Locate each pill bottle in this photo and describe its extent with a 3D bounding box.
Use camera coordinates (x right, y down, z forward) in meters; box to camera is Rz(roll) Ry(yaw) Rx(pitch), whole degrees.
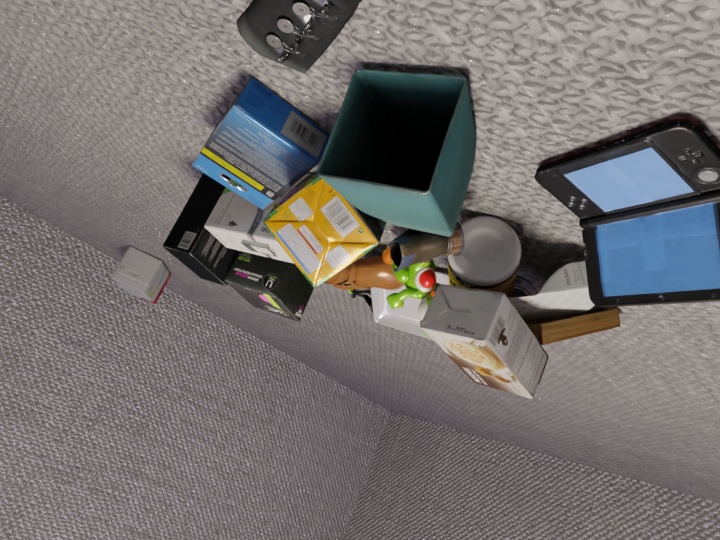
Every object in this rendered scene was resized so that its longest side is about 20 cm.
[{"bbox_3d":[0.203,0.006,0.912,0.113,0.115,0.200,17,160,18],"label":"pill bottle"}]

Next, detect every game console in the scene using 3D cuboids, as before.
[{"bbox_3d":[0.311,-0.052,0.623,0.172,0.120,0.199,32,159,-23],"label":"game console"}]

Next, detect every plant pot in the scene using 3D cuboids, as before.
[{"bbox_3d":[0.067,-0.126,0.689,0.140,0.143,0.200,14,167,26],"label":"plant pot"}]

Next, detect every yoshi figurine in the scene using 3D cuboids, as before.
[{"bbox_3d":[0.115,0.045,0.988,0.112,0.201,0.112,-35,155,25],"label":"yoshi figurine"}]

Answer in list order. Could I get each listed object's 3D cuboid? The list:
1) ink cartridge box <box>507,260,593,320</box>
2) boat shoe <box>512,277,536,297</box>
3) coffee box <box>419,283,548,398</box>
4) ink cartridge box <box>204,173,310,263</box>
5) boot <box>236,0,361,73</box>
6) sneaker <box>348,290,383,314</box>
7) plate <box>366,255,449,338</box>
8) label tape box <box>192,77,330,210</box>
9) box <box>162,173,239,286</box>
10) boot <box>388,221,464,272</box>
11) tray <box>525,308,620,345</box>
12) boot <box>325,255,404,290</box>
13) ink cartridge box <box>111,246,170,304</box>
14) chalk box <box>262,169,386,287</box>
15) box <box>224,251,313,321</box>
[{"bbox_3d":[0.288,0.038,0.873,0.198,0.048,0.160,-6,160,-1],"label":"ink cartridge box"},{"bbox_3d":[0.332,0.090,1.057,0.071,0.068,0.200,4,153,44],"label":"boat shoe"},{"bbox_3d":[0.195,0.110,0.838,0.114,0.080,0.200,9,154,43],"label":"coffee box"},{"bbox_3d":[-0.161,-0.105,0.998,0.198,0.146,0.084,12,157,29],"label":"ink cartridge box"},{"bbox_3d":[-0.080,-0.292,0.540,0.164,0.066,0.200,34,163,-23],"label":"boot"},{"bbox_3d":[0.055,0.075,1.323,0.199,0.083,0.072,29,161,-16],"label":"sneaker"},{"bbox_3d":[0.114,0.059,1.200,0.198,0.032,0.201,14,133,26],"label":"plate"},{"bbox_3d":[-0.160,-0.189,0.855,0.144,0.064,0.199,32,150,-23],"label":"label tape box"},{"bbox_3d":[-0.281,-0.093,1.084,0.078,0.201,0.141,13,158,26],"label":"box"},{"bbox_3d":[0.072,-0.040,0.851,0.096,0.075,0.200,-15,180,-18],"label":"boot"},{"bbox_3d":[0.346,0.097,0.947,0.198,0.037,0.098,-7,178,-31],"label":"tray"},{"bbox_3d":[0.000,0.000,1.089,0.154,0.074,0.199,10,157,-41],"label":"boot"},{"bbox_3d":[-0.870,0.023,2.178,0.144,0.146,0.200,24,162,-2],"label":"ink cartridge box"},{"bbox_3d":[-0.039,-0.091,0.822,0.123,0.200,0.125,-33,104,21],"label":"chalk box"},{"bbox_3d":[-0.161,-0.021,1.136,0.123,0.201,0.149,16,160,21],"label":"box"}]
